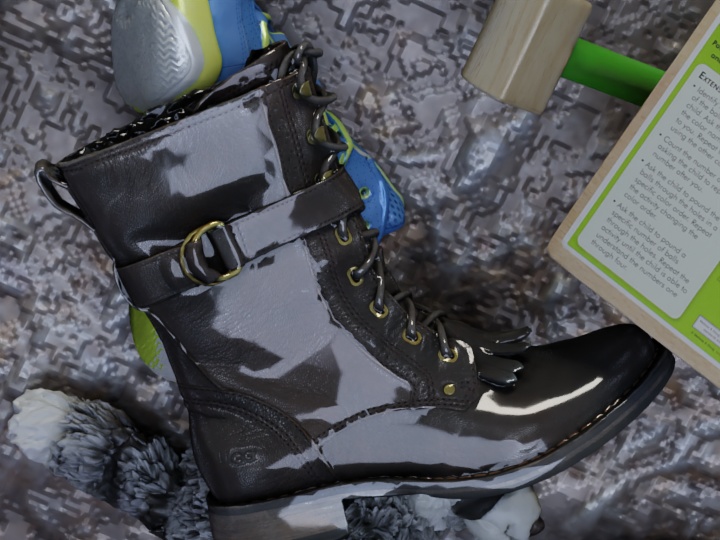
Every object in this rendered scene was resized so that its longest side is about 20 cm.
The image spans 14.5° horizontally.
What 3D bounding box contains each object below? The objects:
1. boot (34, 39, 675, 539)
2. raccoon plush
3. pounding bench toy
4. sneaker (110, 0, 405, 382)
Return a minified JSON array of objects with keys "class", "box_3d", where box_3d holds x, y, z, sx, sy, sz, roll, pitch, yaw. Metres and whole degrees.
[{"class":"boot","box_3d":[0.000,0.000,1.022,0.200,0.069,0.175,-19,101,-2]},{"class":"raccoon plush","box_3d":[-0.023,0.062,1.105,0.200,0.097,0.134,30,96,-11]},{"class":"pounding bench toy","box_3d":[0.148,-0.041,1.057,0.200,0.156,0.124,38,104,19]},{"class":"sneaker","box_3d":[-0.037,-0.057,1.083,0.105,0.076,0.201,-4,110,-19]}]
